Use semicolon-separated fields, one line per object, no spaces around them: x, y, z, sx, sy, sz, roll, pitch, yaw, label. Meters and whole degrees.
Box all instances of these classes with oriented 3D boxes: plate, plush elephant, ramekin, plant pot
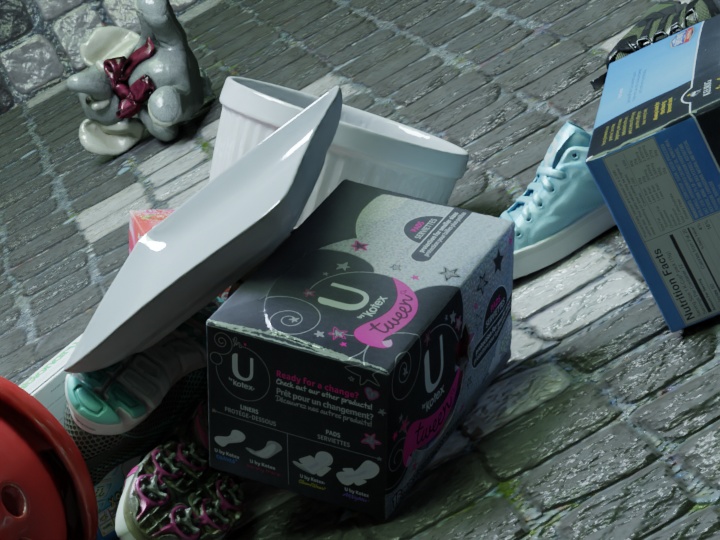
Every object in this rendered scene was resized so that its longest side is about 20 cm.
-0.094;-0.022;1.640;0.200;0.032;0.200;-37;14;25;plate
-0.267;-0.217;2.879;0.154;0.165;0.200;-11;-10;10;plush elephant
-0.025;-0.072;1.945;0.200;0.200;0.105;-136;64;-74;ramekin
-0.277;0.168;1.589;0.200;0.201;0.183;-16;20;38;plant pot

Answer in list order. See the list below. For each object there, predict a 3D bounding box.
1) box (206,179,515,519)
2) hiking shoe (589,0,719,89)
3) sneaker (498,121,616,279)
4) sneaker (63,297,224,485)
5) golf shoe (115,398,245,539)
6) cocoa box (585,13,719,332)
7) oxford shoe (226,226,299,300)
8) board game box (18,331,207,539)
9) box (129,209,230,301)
0.004;0.044;1.582;0.132;0.115;0.200;14;35;22;box
0.260;-0.173;2.015;0.101;0.076;0.200;-42;10;-15;hiking shoe
0.148;-0.064;1.814;0.200;0.082;0.074;-30;15;-4;sneaker
-0.145;0.079;1.696;0.200;0.077;0.091;-33;-27;-52;sneaker
-0.120;0.152;1.629;0.092;0.073;0.200;-44;0;19;golf shoe
0.234;-0.073;1.600;0.131;0.134;0.200;-23;16;19;cocoa box
0.000;0.000;1.745;0.200;0.074;0.071;3;11;-42;oxford shoe
-0.161;0.100;1.746;0.035;0.127;0.200;-10;23;47;board game box
-0.123;0.017;1.938;0.094;0.103;0.200;-1;12;-12;box
